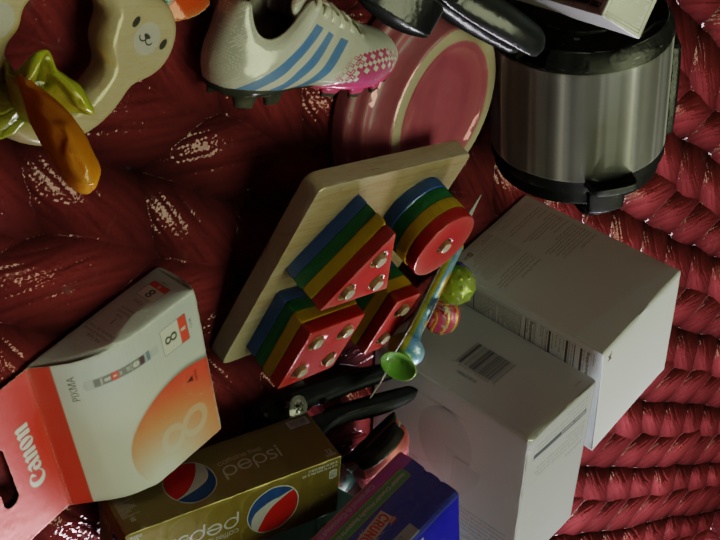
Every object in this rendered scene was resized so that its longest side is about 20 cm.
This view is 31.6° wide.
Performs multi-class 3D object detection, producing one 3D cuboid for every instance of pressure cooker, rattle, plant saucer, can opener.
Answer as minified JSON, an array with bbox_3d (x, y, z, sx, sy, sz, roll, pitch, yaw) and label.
[{"bbox_3d":[0.205,-0.160,1.205,0.176,0.176,0.202,-47,144,-42],"label":"pressure cooker"},{"bbox_3d":[-0.131,-0.136,0.759,0.198,0.142,0.132,-22,115,-39],"label":"rattle"},{"bbox_3d":[0.056,-0.148,1.114,0.200,0.050,0.203,-38,143,-35],"label":"plant saucer"},{"bbox_3d":[0.071,-0.216,1.014,0.198,0.063,0.080,16,103,-43],"label":"can opener"},{"bbox_3d":[-0.028,0.125,1.198,0.198,0.064,0.078,-22,176,-35],"label":"can opener"}]

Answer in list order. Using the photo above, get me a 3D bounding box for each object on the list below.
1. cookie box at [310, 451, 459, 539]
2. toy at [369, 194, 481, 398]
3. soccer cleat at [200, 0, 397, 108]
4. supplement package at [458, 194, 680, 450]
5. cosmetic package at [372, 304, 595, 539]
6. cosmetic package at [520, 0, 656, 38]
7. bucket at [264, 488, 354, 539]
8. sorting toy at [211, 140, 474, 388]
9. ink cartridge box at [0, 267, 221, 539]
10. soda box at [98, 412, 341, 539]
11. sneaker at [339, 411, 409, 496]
[{"bbox_3d":[0.012,0.291,1.117,0.171,0.075,0.202,-39,142,-32],"label":"cookie box"},{"bbox_3d":[0.078,0.032,1.217,0.201,0.047,0.116,-54,173,-43],"label":"toy"},{"bbox_3d":[-0.034,-0.174,0.935,0.199,0.069,0.087,-20,131,-48],"label":"soccer cleat"},{"bbox_3d":[0.212,0.052,1.367,0.151,0.199,0.152,-39,144,-32],"label":"supplement package"},{"bbox_3d":[0.121,0.169,1.326,0.122,0.198,0.202,-32,140,-38],"label":"cosmetic package"},{"bbox_3d":[0.171,-0.257,1.052,0.050,0.200,0.083,21,99,-33],"label":"cosmetic package"},{"bbox_3d":[-0.060,0.292,1.217,0.206,0.134,0.209,-37,143,-34],"label":"bucket"},{"bbox_3d":[0.000,0.000,1.067,0.199,0.070,0.200,-18,148,-48],"label":"sorting toy"},{"bbox_3d":[-0.195,0.116,0.952,0.200,0.050,0.164,-43,145,-34],"label":"ink cartridge box"},{"bbox_3d":[-0.116,0.191,1.062,0.198,0.064,0.069,-16,130,-27],"label":"soda box"},{"bbox_3d":[0.029,0.203,1.259,0.074,0.087,0.200,-41,171,-19],"label":"sneaker"}]
